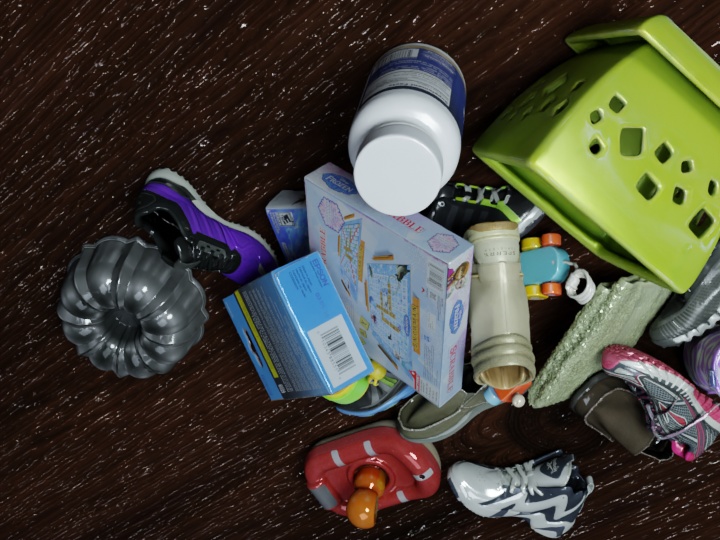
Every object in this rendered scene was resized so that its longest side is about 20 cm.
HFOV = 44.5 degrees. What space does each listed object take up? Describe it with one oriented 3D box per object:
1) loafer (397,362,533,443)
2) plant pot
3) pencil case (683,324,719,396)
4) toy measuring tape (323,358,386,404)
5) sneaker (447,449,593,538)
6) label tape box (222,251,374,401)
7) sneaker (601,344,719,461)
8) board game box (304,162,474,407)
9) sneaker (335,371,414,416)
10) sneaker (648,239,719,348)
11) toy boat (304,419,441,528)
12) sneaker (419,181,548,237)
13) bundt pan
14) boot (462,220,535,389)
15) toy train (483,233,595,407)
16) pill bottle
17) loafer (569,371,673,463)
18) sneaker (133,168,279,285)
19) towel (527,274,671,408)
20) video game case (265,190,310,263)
[{"bbox_3d":[0.124,0.150,1.124,0.199,0.076,0.070,-33,127,16],"label":"loafer"},{"bbox_3d":[0.251,-0.122,0.841,0.198,0.200,0.182,36,93,-14],"label":"plant pot"},{"bbox_3d":[0.411,0.106,0.972,0.083,0.200,0.087,-13,88,12],"label":"pencil case"},{"bbox_3d":[-0.054,0.131,1.116,0.198,0.074,0.074,-2,125,33],"label":"toy measuring tape"},{"bbox_3d":[0.226,0.280,1.191,0.197,0.080,0.130,27,122,-8],"label":"sneaker"},{"bbox_3d":[-0.077,0.069,1.011,0.146,0.063,0.200,65,155,-2],"label":"label tape box"},{"bbox_3d":[0.345,0.152,1.005,0.199,0.081,0.075,35,91,-24],"label":"sneaker"},{"bbox_3d":[0.026,0.015,0.923,0.199,0.041,0.202,33,141,32],"label":"board game box"},{"bbox_3d":[0.043,0.125,1.138,0.199,0.071,0.083,-35,90,30],"label":"sneaker"},{"bbox_3d":[0.390,0.000,0.983,0.090,0.067,0.200,44,109,-10],"label":"sneaker"},{"bbox_3d":[0.014,0.295,1.206,0.198,0.131,0.131,-23,117,23],"label":"toy boat"},{"bbox_3d":[0.115,-0.066,0.988,0.198,0.072,0.083,-22,116,22],"label":"sneaker"},{"bbox_3d":[-0.303,0.059,1.143,0.199,0.076,0.204,5,123,7],"label":"bundt pan"},{"bbox_3d":[0.141,0.049,0.935,0.072,0.158,0.200,-4,164,-2],"label":"boot"},{"bbox_3d":[0.201,0.056,1.024,0.055,0.151,0.201,9,127,-37],"label":"toy train"},{"bbox_3d":[0.047,-0.139,0.873,0.109,0.201,0.112,5,125,7],"label":"pill bottle"},{"bbox_3d":[0.331,0.181,1.071,0.199,0.072,0.073,25,112,-39],"label":"loafer"},{"bbox_3d":[-0.189,-0.026,1.050,0.199,0.100,0.070,37,124,-14],"label":"sneaker"},{"bbox_3d":[0.282,0.080,1.025,0.147,0.037,0.201,-6,135,-43],"label":"towel"},{"bbox_3d":[0.000,0.000,1.032,0.179,0.046,0.202,1,126,34],"label":"video game case"}]
